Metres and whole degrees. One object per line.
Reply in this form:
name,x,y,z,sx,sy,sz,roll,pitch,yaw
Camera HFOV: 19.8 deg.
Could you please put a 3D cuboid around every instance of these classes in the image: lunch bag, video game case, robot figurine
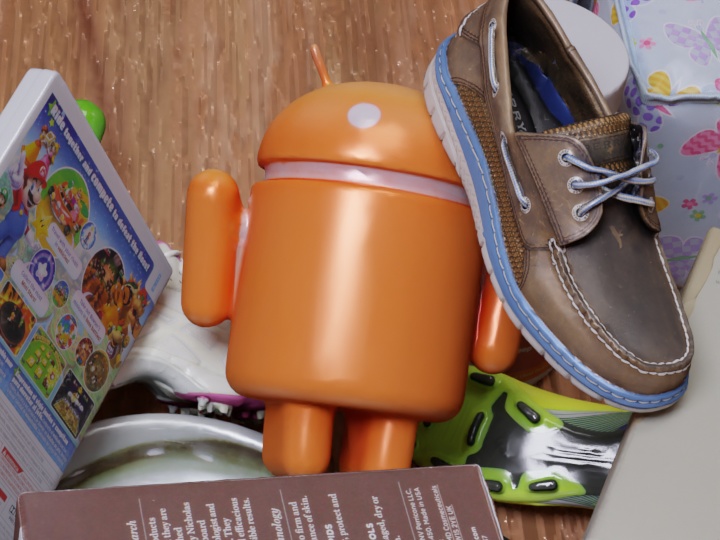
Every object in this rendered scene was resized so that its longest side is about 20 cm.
lunch bag,0.172,-0.105,1.183,0.126,0.170,0.201,3,48,-6
video game case,-0.153,0.035,0.883,0.018,0.144,0.201,9,56,28
robot figurine,-0.002,0.000,0.959,0.143,0.202,0.116,6,-6,26

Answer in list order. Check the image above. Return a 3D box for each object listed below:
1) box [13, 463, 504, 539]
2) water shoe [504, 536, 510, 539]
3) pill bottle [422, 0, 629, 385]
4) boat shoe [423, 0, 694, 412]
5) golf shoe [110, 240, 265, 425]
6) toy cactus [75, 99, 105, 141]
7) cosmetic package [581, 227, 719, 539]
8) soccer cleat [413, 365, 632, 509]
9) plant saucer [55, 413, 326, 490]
box,-0.044,0.142,0.859,0.198,0.101,0.075,-1,46,-14
water shoe,0.090,0.167,0.951,0.071,0.079,0.200,-24,55,-33
pill bottle,0.075,-0.039,1.069,0.111,0.201,0.113,7,44,-7
boat shoe,0.088,-0.035,0.878,0.072,0.073,0.201,-13,61,-32
golf shoe,-0.091,0.026,1.016,0.199,0.075,0.092,13,77,-28
toy cactus,-0.172,0.002,1.067,0.165,0.102,0.200,37,43,-2
cosmetic package,0.149,0.088,0.911,0.073,0.104,0.200,23,46,9
soccer cleat,0.108,0.094,1.052,0.199,0.084,0.065,10,81,17
plant saucer,-0.086,0.156,0.943,0.199,0.050,0.201,6,44,-6
